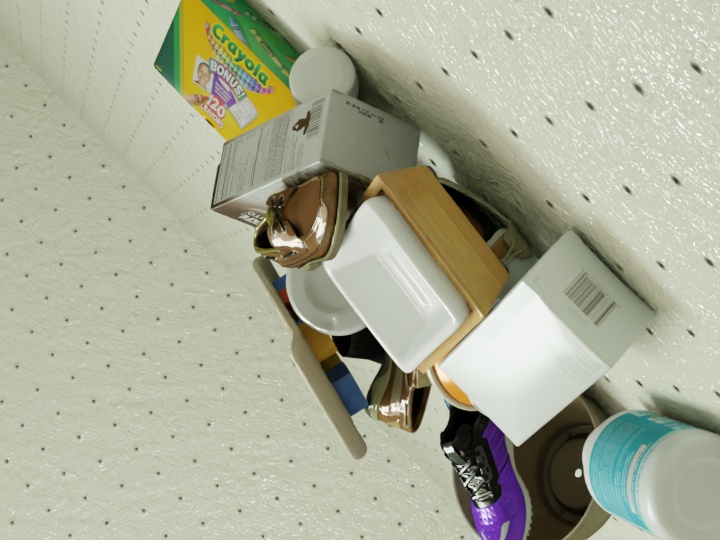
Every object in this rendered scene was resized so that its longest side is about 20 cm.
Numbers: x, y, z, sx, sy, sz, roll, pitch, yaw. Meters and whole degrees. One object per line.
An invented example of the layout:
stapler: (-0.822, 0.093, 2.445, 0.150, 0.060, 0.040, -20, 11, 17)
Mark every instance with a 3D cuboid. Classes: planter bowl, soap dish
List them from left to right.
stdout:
soap dish: (0.051, -0.001, 1.458, 0.158, 0.081, 0.200, 52, 158, 6)
planter bowl: (0.222, 0.227, 1.770, 0.134, 0.202, 0.200, 18, -164, -48)

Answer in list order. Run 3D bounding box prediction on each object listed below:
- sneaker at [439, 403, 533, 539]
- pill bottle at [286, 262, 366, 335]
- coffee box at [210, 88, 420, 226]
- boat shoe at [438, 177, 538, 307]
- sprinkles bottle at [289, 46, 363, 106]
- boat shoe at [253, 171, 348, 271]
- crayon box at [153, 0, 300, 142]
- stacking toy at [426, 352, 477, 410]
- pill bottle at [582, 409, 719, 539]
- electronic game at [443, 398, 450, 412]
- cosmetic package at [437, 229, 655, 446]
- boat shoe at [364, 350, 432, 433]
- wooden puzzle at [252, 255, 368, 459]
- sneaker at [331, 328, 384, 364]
sneaker: (0.126, 0.211, 1.699, 0.099, 0.069, 0.203, 17, -121, -46)
pill bottle: (0.000, 0.000, 1.716, 0.113, 0.113, 0.200, 46, -162, 5)
coffee box: (-0.047, -0.100, 1.551, 0.113, 0.081, 0.199, 21, 157, -31)
boat shoe: (0.128, -0.010, 1.498, 0.200, 0.075, 0.068, 42, 171, 17)
sprinkles bottle: (-0.025, -0.155, 1.612, 0.068, 0.068, 0.200, 43, 170, 20)
boat shoe: (-0.059, -0.043, 1.481, 0.067, 0.073, 0.200, 8, 160, -12)
crayon box: (-0.128, -0.210, 1.708, 0.200, 0.058, 0.119, 45, 132, 15)
stacking toy: (0.172, 0.075, 1.608, 0.199, 0.147, 0.147, -2, 133, 52)
pill bottle: (0.287, 0.197, 1.516, 0.111, 0.111, 0.200, 49, 170, -14)
electronic game: (0.099, 0.074, 1.832, 0.200, 0.041, 0.203, 170, 90, -84)
cosmetic package: (0.164, 0.066, 1.408, 0.113, 0.081, 0.200, 45, 149, 3)
boat shoe: (0.067, 0.099, 1.764, 0.073, 0.076, 0.202, 31, 128, 20)
wooden puzzle: (-0.048, 0.091, 1.762, 0.186, 0.046, 0.200, 62, 180, -33)
sneaker: (0.013, 0.020, 1.864, 0.105, 0.075, 0.202, 10, -129, -30)
